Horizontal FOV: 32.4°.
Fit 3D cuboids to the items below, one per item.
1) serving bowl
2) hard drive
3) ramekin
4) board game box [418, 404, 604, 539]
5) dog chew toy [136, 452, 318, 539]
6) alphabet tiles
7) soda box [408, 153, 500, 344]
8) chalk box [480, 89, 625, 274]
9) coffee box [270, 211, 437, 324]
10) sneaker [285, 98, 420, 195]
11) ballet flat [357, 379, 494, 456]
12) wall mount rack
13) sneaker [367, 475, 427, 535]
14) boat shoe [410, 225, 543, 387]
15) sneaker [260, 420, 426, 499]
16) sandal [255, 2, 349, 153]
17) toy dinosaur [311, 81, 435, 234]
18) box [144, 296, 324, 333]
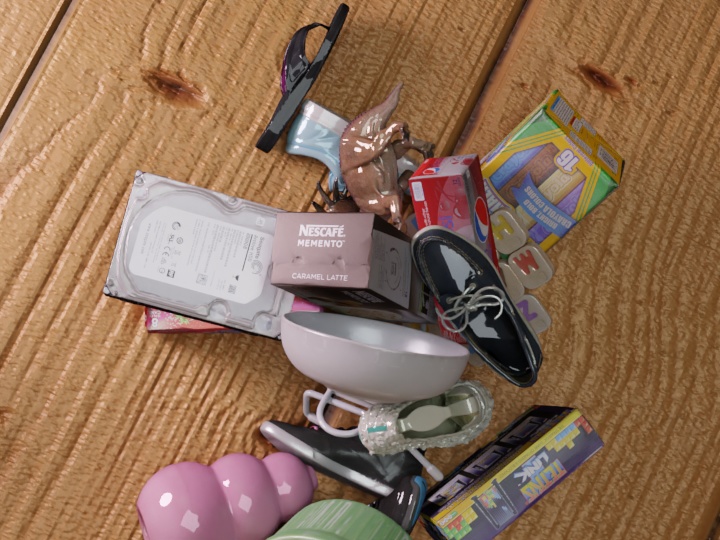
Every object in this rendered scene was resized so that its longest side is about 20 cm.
[{"bbox_3d":[0.010,0.095,1.289,0.199,0.200,0.066,11,95,-8],"label":"serving bowl"},{"bbox_3d":[-0.162,-0.015,1.334,0.199,0.038,0.140,16,81,-8],"label":"hard drive"},{"bbox_3d":[-0.021,0.343,1.323,0.199,0.098,0.201,11,116,22],"label":"ramekin"},{"bbox_3d":[0.161,0.234,1.401,0.200,0.165,0.057,-37,93,-9],"label":"board game box"},{"bbox_3d":[-0.143,0.259,1.377,0.199,0.124,0.125,-16,89,-18],"label":"dog chew toy"},{"bbox_3d":[0.118,0.013,1.420,0.200,0.015,0.196,-32,98,31],"label":"alphabet tiles"},{"bbox_3d":[0.109,-0.022,1.357,0.063,0.070,0.201,-4,112,23],"label":"soda box"},{"bbox_3d":[0.188,-0.089,1.430,0.124,0.124,0.200,46,114,-4],"label":"chalk box"},{"bbox_3d":[0.000,0.000,1.323,0.114,0.200,0.080,1,78,23],"label":"coffee box"},{"bbox_3d":[0.003,-0.119,1.455,0.200,0.074,0.082,31,100,-3],"label":"sneaker"},{"bbox_3d":[0.087,0.158,1.332,0.199,0.072,0.072,-11,88,-41],"label":"ballet flat"},{"bbox_3d":[0.039,0.139,1.390,0.173,0.075,0.200,21,50,17],"label":"wall mount rack"},{"bbox_3d":[0.003,0.298,1.386,0.082,0.073,0.200,35,112,5],"label":"sneaker"},{"bbox_3d":[0.122,0.041,1.302,0.075,0.062,0.200,-30,106,15],"label":"boat shoe"},{"bbox_3d":[-0.012,0.191,1.429,0.199,0.071,0.100,25,75,-7],"label":"sneaker"},{"bbox_3d":[-0.075,-0.232,1.439,0.048,0.075,0.201,31,83,-9],"label":"sandal"},{"bbox_3d":[0.005,-0.108,1.383,0.135,0.086,0.201,4,100,30],"label":"toy dinosaur"},{"bbox_3d":[-0.143,0.020,1.401,0.199,0.095,0.100,0,86,-9],"label":"box"}]
